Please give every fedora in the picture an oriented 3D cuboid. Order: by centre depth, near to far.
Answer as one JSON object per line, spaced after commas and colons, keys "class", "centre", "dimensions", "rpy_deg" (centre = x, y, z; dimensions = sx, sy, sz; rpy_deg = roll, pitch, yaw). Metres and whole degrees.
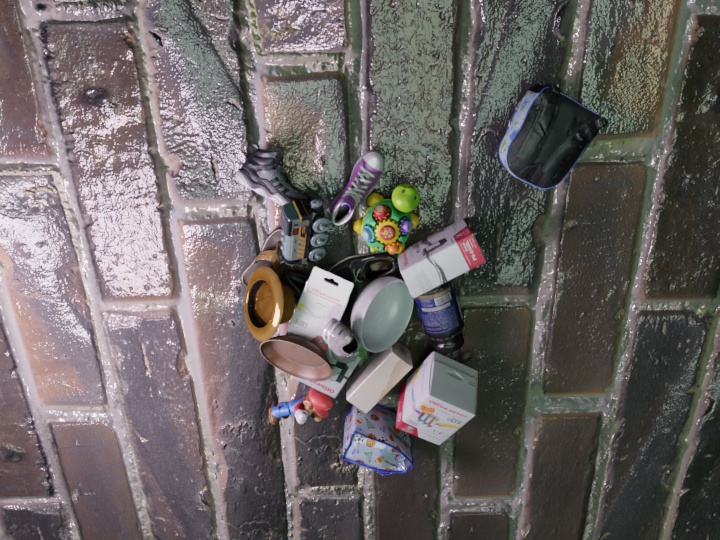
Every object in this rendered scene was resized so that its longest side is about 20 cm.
{"class": "fedora", "centre": [-0.223, 0.085, 1.350], "dimensions": [0.081, 0.201, 0.202], "rpy_deg": [4, 117, -38]}

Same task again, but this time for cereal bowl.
{"class": "cereal bowl", "centre": [0.045, 0.106, 1.390], "dimensions": [0.199, 0.083, 0.202], "rpy_deg": [-25, 127, -38]}

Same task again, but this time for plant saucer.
{"class": "plant saucer", "centre": [-0.160, 0.219, 1.365], "dimensions": [0.198, 0.037, 0.201], "rpy_deg": [14, 145, 10]}

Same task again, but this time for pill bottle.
{"class": "pill bottle", "centre": [0.211, 0.112, 1.407], "dimensions": [0.111, 0.112, 0.202], "rpy_deg": [-16, 111, 7]}

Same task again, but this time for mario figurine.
{"class": "mario figurine", "centre": [-0.160, 0.404, 1.505], "dimensions": [0.198, 0.124, 0.106], "rpy_deg": [-21, 121, 29]}

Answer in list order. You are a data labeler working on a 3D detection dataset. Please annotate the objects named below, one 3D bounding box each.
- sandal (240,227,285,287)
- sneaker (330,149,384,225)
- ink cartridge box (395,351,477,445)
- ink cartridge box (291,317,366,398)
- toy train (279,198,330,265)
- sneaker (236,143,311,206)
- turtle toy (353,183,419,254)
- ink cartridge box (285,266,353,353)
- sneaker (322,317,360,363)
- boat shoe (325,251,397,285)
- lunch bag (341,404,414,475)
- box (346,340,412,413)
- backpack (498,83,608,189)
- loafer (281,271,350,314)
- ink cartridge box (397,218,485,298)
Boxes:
{"class": "sandal", "centre": [-0.245, -0.024, 1.383], "dimensions": [0.082, 0.055, 0.200], "rpy_deg": [42, 106, -15]}
{"class": "sneaker", "centre": [-0.005, -0.192, 1.285], "dimensions": [0.072, 0.114, 0.201], "rpy_deg": [30, 108, -10]}
{"class": "ink cartridge box", "centre": [0.208, 0.350, 1.451], "dimensions": [0.144, 0.146, 0.201], "rpy_deg": [24, 134, -8]}
{"class": "ink cartridge box", "centre": [-0.083, 0.231, 1.470], "dimensions": [0.145, 0.083, 0.201], "rpy_deg": [27, 110, -10]}
{"class": "toy train", "centre": [-0.141, -0.091, 1.305], "dimensions": [0.113, 0.086, 0.201], "rpy_deg": [-11, 143, -21]}
{"class": "sneaker", "centre": [-0.193, -0.228, 1.291], "dimensions": [0.198, 0.076, 0.115], "rpy_deg": [25, 108, -11]}
{"class": "turtle toy", "centre": [0.076, -0.126, 1.316], "dimensions": [0.145, 0.101, 0.201], "rpy_deg": [26, 110, -10]}
{"class": "ink cartridge box", "centre": [-0.098, 0.090, 1.344], "dimensions": [0.115, 0.068, 0.202], "rpy_deg": [23, 107, -2]}
{"class": "sneaker", "centre": [-0.037, 0.194, 1.321], "dimensions": [0.082, 0.200, 0.075], "rpy_deg": [32, 76, 26]}
{"class": "boat shoe", "centre": [0.000, 0.000, 1.388], "dimensions": [0.198, 0.068, 0.073], "rpy_deg": [-16, 111, 9]}
{"class": "lunch bag", "centre": [0.054, 0.481, 1.524], "dimensions": [0.198, 0.170, 0.125], "rpy_deg": [19, 114, -8]}
{"class": "box", "centre": [0.050, 0.292, 1.491], "dimensions": [0.077, 0.095, 0.200], "rpy_deg": [37, 109, -14]}
{"class": "backpack", "centre": [0.418, -0.299, 1.221], "dimensions": [0.181, 0.147, 0.201], "rpy_deg": [26, 106, -11]}
{"class": "loafer", "centre": [-0.115, 0.061, 1.403], "dimensions": [0.199, 0.069, 0.070], "rpy_deg": [24, 150, -7]}
{"class": "ink cartridge box", "centre": [0.195, -0.032, 1.330], "dimensions": [0.198, 0.145, 0.084], "rpy_deg": [-27, 108, 10]}
